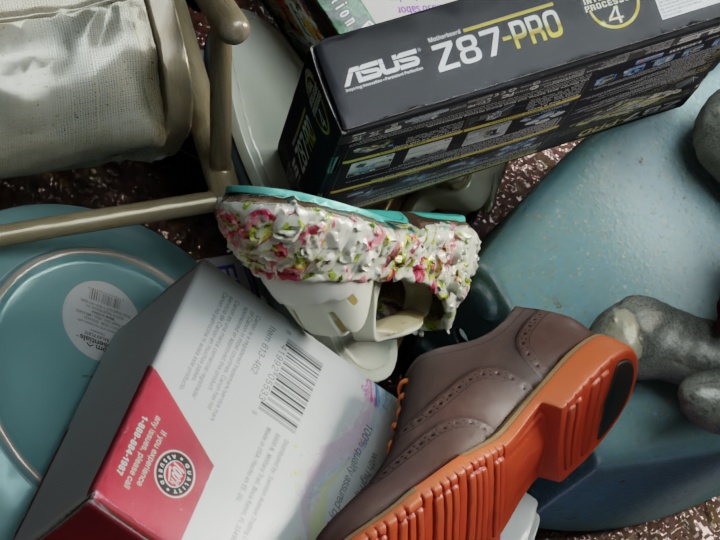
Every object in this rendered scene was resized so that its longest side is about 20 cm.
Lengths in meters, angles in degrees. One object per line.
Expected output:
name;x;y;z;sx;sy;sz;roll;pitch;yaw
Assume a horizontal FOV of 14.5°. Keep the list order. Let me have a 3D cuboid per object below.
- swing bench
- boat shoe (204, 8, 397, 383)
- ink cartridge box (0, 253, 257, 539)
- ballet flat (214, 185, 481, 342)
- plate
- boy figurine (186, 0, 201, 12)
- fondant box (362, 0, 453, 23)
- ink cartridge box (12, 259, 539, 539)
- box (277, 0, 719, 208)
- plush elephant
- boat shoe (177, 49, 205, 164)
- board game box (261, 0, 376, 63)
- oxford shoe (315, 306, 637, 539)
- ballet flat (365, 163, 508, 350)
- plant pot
swing bench;-0.171;-0.116;1.314;0.199;0.130;0.200;-9;45;-14
boat shoe;-0.044;-0.029;1.370;0.073;0.062;0.200;-3;69;-51
ink cartridge box;-0.115;0.096;1.327;0.200;0.043;0.198;-7;70;-35
ballet flat;0.000;0.000;1.271;0.200;0.076;0.064;7;88;-60
plate;-0.118;0.055;1.303;0.200;0.026;0.200;15;59;-27
boy figurine;-0.030;-0.219;1.472;0.200;0.064;0.124;-39;71;-6
fondant box;0.033;-0.184;1.553;0.144;0.058;0.200;-6;70;-32
ink cartridge box;-0.035;0.117;1.254;0.200;0.083;0.146;37;47;-15
box;0.068;-0.086;1.280;0.200;0.161;0.049;-18;78;-10
plush elephant;0.221;0.008;1.275;0.200;0.155;0.165;36;71;2
boat shoe;-0.036;-0.059;1.446;0.200;0.070;0.066;13;58;-33
board game box;-0.046;-0.164;1.379;0.023;0.105;0.200;-33;90;-9
oxford shoe;0.036;0.082;1.241;0.073;0.071;0.200;31;46;28
ballet flat;0.034;-0.023;1.422;0.069;0.063;0.200;37;78;-35
plant pot;0.143;0.026;1.433;0.200;0.196;0.196;-25;80;-26
